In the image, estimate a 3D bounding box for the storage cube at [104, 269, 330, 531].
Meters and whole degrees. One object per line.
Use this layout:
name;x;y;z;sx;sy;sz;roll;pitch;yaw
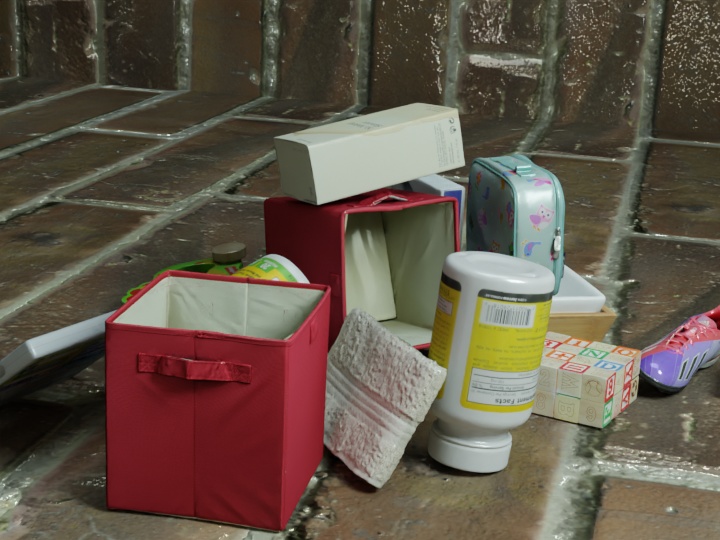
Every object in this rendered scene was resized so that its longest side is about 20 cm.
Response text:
storage cube;-0.127;0.114;1.224;0.170;0.181;0.200;5;15;9

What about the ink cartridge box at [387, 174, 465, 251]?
ink cartridge box;0.068;-0.037;1.744;0.040;0.201;0.200;-6;19;-25

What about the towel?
towel;0.005;0.120;1.318;0.034;0.133;0.200;28;2;-29

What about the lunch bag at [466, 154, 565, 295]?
lunch bag;0.190;-0.060;1.625;0.077;0.161;0.200;-2;16;-14

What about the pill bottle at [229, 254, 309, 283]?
pill bottle;-0.147;0.074;1.424;0.200;0.111;0.111;-32;32;-30

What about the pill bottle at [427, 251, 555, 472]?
pill bottle;0.120;0.090;1.296;0.111;0.201;0.111;9;13;-2

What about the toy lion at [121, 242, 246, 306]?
toy lion;-0.221;0.030;1.739;0.191;0.069;0.200;-10;19;-17

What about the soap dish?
soap dish;0.215;0.045;1.701;0.157;0.082;0.200;-1;16;-14

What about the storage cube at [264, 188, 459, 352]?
storage cube;0.000;0.000;1.602;0.170;0.201;0.179;-9;13;-34

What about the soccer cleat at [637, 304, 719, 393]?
soccer cleat;0.385;0.089;1.566;0.068;0.073;0.200;39;30;23

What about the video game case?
video game case;-0.317;0.092;1.366;0.182;0.022;0.200;-32;-6;35

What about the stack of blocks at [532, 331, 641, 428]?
stack of blocks;0.203;0.113;1.501;0.199;0.059;0.115;11;18;28

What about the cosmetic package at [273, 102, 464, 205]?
cosmetic package;0.011;-0.140;1.556;0.199;0.073;0.103;-16;17;-25
